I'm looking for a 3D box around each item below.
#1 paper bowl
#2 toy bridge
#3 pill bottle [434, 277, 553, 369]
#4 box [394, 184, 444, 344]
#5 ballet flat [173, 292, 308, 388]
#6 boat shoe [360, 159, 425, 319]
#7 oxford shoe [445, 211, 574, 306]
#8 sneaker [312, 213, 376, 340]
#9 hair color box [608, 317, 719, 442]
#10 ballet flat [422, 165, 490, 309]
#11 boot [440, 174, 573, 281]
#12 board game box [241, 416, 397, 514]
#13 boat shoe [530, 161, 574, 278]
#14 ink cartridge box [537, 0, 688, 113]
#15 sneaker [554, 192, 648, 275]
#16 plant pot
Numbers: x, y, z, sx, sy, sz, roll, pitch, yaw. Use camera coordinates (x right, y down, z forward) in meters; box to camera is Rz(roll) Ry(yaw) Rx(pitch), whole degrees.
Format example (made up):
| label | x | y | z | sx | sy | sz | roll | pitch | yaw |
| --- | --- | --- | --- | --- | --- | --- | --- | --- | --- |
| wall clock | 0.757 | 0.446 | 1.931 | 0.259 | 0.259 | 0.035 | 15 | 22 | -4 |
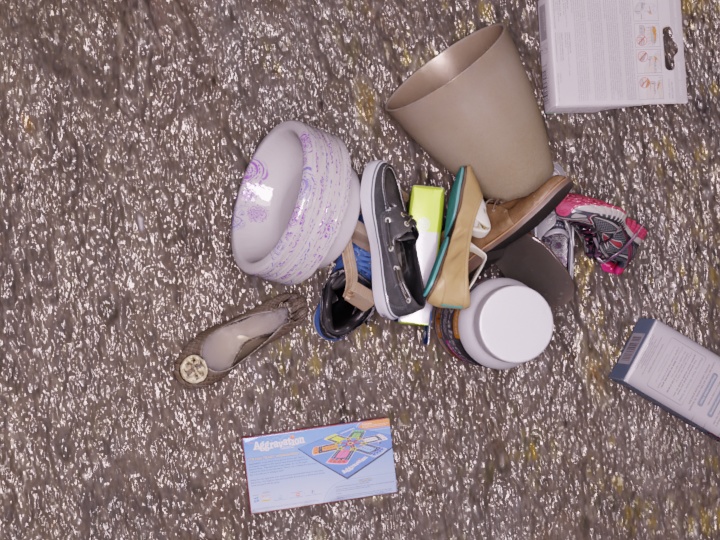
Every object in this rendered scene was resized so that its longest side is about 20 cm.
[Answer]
| label | x | y | z | sx | sy | sz | roll | pitch | yaw |
| --- | --- | --- | --- | --- | --- | --- | --- | --- | --- |
| paper bowl | -0.075 | -0.080 | 1.344 | 0.104 | 0.201 | 0.201 | 17 | 86 | -31 |
| toy bridge | 0.009 | -0.039 | 1.361 | 0.067 | 0.027 | 0.200 | 33 | 49 | -16 |
| pill bottle | 0.171 | 0.067 | 1.375 | 0.116 | 0.200 | 0.117 | 0 | 88 | -9 |
| box | 0.077 | -0.005 | 1.400 | 0.048 | 0.122 | 0.201 | 6 | 87 | 1 |
| ballet flat | -0.156 | 0.090 | 1.400 | 0.200 | 0.046 | 0.067 | -29 | 93 | -8 |
| boat shoe | 0.046 | -0.041 | 1.316 | 0.057 | 0.069 | 0.201 | -10 | 82 | 33 |
| oxford shoe | 0.209 | -0.030 | 1.427 | 0.200 | 0.071 | 0.071 | 42 | 111 | 14 |
| sneaker | 0.001 | 0.001 | 1.394 | 0.077 | 0.111 | 0.200 | 29 | 84 | -7 |
| hair color box | 0.461 | 0.157 | 1.489 | 0.200 | 0.061 | 0.099 | 30 | 85 | -6 |
| ballet flat | 0.129 | -0.037 | 1.322 | 0.063 | 0.069 | 0.200 | 18 | 64 | -3 |
| boot | 0.181 | -0.069 | 1.360 | 0.200 | 0.074 | 0.076 | -40 | 73 | 27 |
| board game box | -0.054 | 0.260 | 1.426 | 0.199 | 0.019 | 0.103 | -6 | 91 | -9 |
| boat shoe | 0.262 | -0.053 | 1.458 | 0.072 | 0.069 | 0.201 | 6 | 88 | -9 |
| ink cartridge box | 0.352 | -0.306 | 1.493 | 0.199 | 0.050 | 0.161 | -3 | 89 | -13 |
| sneaker | 0.320 | -0.049 | 1.422 | 0.200 | 0.081 | 0.075 | 24 | 90 | -47 |
| plant pot | 0.164 | -0.188 | 1.406 | 0.187 | 0.187 | 0.200 | -40 | 108 | -8 |
